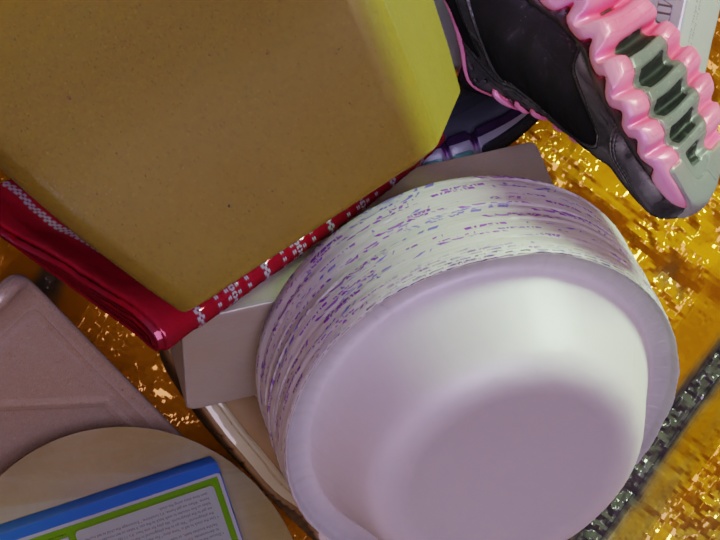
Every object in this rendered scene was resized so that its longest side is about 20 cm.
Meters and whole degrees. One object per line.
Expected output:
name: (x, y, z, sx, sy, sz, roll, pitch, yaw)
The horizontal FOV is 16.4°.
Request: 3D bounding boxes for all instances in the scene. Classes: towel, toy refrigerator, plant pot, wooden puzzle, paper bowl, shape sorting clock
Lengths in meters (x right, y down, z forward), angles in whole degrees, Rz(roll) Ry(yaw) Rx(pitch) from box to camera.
towel: (-0.075, -0.047, 1.226, 0.200, 0.144, 0.023, -37, 143, -30)
toy refrigerator: (0.000, 0.000, 1.248, 0.198, 0.076, 0.070, -13, 54, -9)
plant pot: (-0.062, -0.103, 1.088, 0.199, 0.200, 0.177, -33, 99, 14)
wooden puzzle: (-0.187, 0.117, 1.268, 0.185, 0.037, 0.200, -43, 130, -4)
paper bowl: (0.056, 0.063, 1.196, 0.199, 0.105, 0.202, -11, 132, -13)
shape sorting clock: (-0.117, 0.179, 1.244, 0.198, 0.039, 0.202, 6, 74, -22)

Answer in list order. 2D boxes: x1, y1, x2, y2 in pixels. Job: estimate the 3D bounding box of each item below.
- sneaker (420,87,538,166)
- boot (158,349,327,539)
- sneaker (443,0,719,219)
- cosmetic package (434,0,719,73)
sneaker: (-0.002, -0.073, 1.297, 0.199, 0.074, 0.088, -27, 95, -6)
boot: (0.006, 0.062, 1.311, 0.155, 0.073, 0.200, -46, 103, -2)
sneaker: (0.092, -0.101, 1.184, 0.095, 0.079, 0.201, -41, 77, 38)
cosmetic package: (0.080, -0.150, 1.256, 0.198, 0.081, 0.114, 11, 94, 20)
